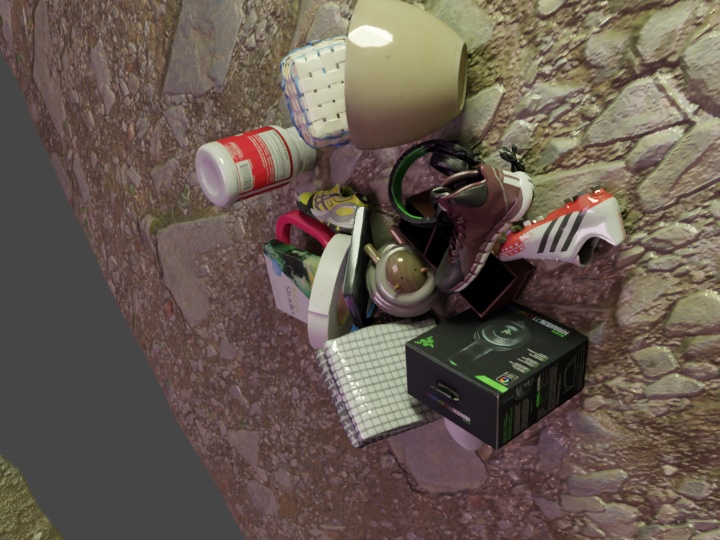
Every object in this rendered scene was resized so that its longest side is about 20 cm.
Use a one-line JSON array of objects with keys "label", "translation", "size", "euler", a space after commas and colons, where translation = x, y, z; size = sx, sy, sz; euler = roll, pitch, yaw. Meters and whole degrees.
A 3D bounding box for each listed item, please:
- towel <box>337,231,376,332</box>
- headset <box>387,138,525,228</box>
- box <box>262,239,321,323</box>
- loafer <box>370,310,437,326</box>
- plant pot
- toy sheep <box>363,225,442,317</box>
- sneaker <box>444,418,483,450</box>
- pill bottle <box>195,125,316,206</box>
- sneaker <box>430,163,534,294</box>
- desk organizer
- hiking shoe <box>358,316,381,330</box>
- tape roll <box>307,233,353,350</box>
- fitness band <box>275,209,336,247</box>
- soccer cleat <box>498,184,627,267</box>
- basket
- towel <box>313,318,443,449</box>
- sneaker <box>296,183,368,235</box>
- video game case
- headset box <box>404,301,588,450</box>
[{"label": "towel", "translation": [-0.022, 0.029, 1.447], "size": [0.147, 0.022, 0.200], "euler": [51, 144, 21]}, {"label": "headset", "translation": [0.125, -0.129, 1.048], "size": [0.200, 0.094, 0.124], "euler": [-6, 74, 27]}, {"label": "box", "translation": [-0.109, 0.030, 1.451], "size": [0.200, 0.036, 0.145], "euler": [19, 128, 49]}, {"label": "loafer", "translation": [0.036, 0.126, 1.288], "size": [0.076, 0.200, 0.067], "euler": [61, 174, 20]}, {"label": "plant pot", "translation": [0.069, -0.257, 1.013], "size": [0.134, 0.200, 0.201], "euler": [5, 120, 14]}, {"label": "toy sheep", "translation": [0.070, 0.010, 1.206], "size": [0.138, 0.138, 0.200], "euler": [57, -178, 14]}, {"label": "sneaker", "translation": [0.176, 0.210, 1.221], "size": [0.080, 0.070, 0.201], "euler": [36, 139, 59]}, {"label": "pill bottle", "translation": [-0.182, -0.194, 1.369], "size": [0.112, 0.200, 0.112], "euler": [32, 134, 41]}, {"label": "sneaker", "translation": [0.125, -0.062, 1.000], "size": [0.200, 0.115, 0.076], "euler": [-57, 30, 28]}, {"label": "desk organizer", "translation": [0.147, -0.032, 1.114], "size": [0.200, 0.077, 0.072], "euler": [48, 143, 26]}, {"label": "hiking shoe", "translation": [0.062, 0.165, 1.363], "size": [0.200, 0.076, 0.101], "euler": [40, 136, 33]}, {"label": "tape roll", "translation": [-0.038, 0.039, 1.283], "size": [0.037, 0.203, 0.203], "euler": [12, 126, 14]}, {"label": "fitness band", "translation": [-0.090, -0.035, 1.444], "size": [0.200, 0.037, 0.144], "euler": [30, 136, 42]}, {"label": "soccer cleat", "translation": [0.251, -0.036, 0.976], "size": [0.200, 0.069, 0.085], "euler": [-33, 78, 52]}, {"label": "basket", "translation": [-0.047, -0.274, 1.202], "size": [0.200, 0.139, 0.177], "euler": [-127, 19, -74]}, {"label": "towel", "translation": [0.047, 0.167, 1.169], "size": [0.166, 0.200, 0.086], "euler": [66, 148, 21]}, {"label": "sneaker", "translation": [-0.043, -0.115, 1.359], "size": [0.200, 0.075, 0.076], "euler": [27, 97, 51]}, {"label": "video game case", "translation": [0.000, 0.000, 1.243], "size": [0.200, 0.019, 0.143], "euler": [76, -158, -71]}, {"label": "headset box", "translation": [0.181, 0.135, 1.061], "size": [0.174, 0.200, 0.093], "euler": [28, 132, 45]}]
